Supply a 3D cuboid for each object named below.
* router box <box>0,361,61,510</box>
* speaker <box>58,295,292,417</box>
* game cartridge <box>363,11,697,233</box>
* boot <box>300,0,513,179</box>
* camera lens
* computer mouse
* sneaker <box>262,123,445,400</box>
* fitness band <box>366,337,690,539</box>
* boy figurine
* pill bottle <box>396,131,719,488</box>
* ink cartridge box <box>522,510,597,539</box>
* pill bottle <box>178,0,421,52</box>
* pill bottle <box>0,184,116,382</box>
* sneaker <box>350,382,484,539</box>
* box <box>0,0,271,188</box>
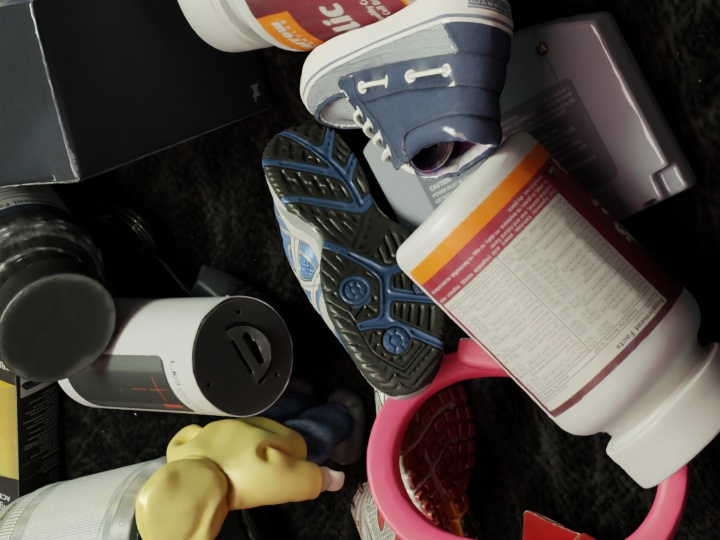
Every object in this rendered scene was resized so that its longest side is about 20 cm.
[{"bbox_3d":[-0.323,0.093,1.694,0.200,0.052,0.157,16,117,31],"label":"router box"},{"bbox_3d":[-0.131,0.057,1.485,0.200,0.081,0.081,-1,108,54],"label":"speaker"},{"bbox_3d":[0.097,-0.073,1.326,0.200,0.040,0.133,-26,94,40],"label":"game cartridge"},{"bbox_3d":[0.020,-0.093,1.276,0.200,0.073,0.090,-25,58,61],"label":"boot"},{"bbox_3d":[-0.170,0.223,1.560,0.200,0.160,0.160,-17,97,40],"label":"camera lens"},{"bbox_3d":[-0.118,0.003,1.524,0.200,0.034,0.059,38,147,25],"label":"computer mouse"},{"bbox_3d":[0.000,0.000,1.381,0.077,0.076,0.200,87,161,-58],"label":"sneaker"},{"bbox_3d":[0.103,0.119,1.335,0.200,0.037,0.144,8,82,14],"label":"fitness band"},{"bbox_3d":[-0.072,0.131,1.426,0.124,0.200,0.065,11,114,29],"label":"boy figurine"},{"bbox_3d":[0.125,0.024,1.258,0.200,0.110,0.110,45,129,-1],"label":"pill bottle"},{"bbox_3d":[0.169,0.245,1.358,0.200,0.067,0.116,25,139,27],"label":"ink cartridge box"},{"bbox_3d":[-0.010,-0.194,1.306,0.200,0.114,0.114,-8,103,39],"label":"pill bottle"},{"bbox_3d":[-0.245,-0.010,1.509,0.200,0.112,0.112,48,135,48],"label":"pill bottle"},{"bbox_3d":[0.026,0.141,1.436,0.082,0.078,0.200,9,112,36],"label":"sneaker"},{"bbox_3d":[-0.202,-0.130,1.421,0.198,0.200,0.123,-3,105,37],"label":"box"}]
